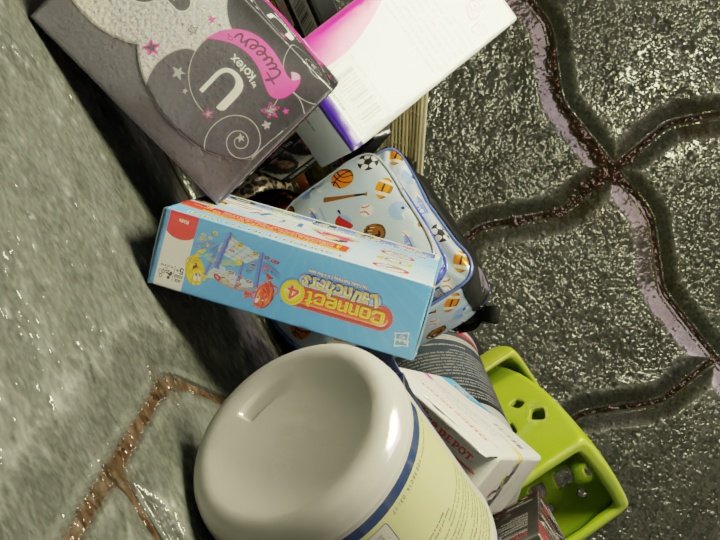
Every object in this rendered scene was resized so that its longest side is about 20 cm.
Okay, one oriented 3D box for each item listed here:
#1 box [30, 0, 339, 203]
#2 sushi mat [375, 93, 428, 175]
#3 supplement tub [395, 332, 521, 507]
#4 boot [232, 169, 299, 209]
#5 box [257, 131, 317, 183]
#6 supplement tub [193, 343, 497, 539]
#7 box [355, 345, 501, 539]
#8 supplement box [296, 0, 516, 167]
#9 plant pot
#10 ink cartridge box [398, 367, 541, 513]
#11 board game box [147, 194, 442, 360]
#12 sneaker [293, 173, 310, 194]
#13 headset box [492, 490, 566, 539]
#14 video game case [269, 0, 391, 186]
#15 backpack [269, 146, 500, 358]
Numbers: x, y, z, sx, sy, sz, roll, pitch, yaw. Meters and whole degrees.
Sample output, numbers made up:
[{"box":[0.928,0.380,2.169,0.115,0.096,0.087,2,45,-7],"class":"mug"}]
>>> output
[{"box":[-0.129,-0.172,1.043,0.200,0.132,0.115,45,10,-8],"class":"box"},{"box":[0.020,-0.131,1.328,0.012,0.095,0.201,-56,156,-45],"class":"sushi mat"},{"box":[0.077,0.158,1.369,0.141,0.140,0.201,56,9,-38],"class":"supplement tub"},{"box":[-0.114,-0.126,1.358,0.151,0.073,0.200,62,11,12],"class":"boot"},{"box":[-0.111,-0.145,1.213,0.199,0.075,0.050,24,41,-47],"class":"box"},{"box":[0.001,0.159,0.850,0.200,0.144,0.145,55,10,-39],"class":"supplement tub"},{"box":[0.012,0.162,1.003,0.201,0.121,0.032,59,9,-13],"class":"box"},{"box":[0.023,-0.195,1.182,0.101,0.200,0.103,53,-17,-8],"class":"supplement box"},{"box":[0.157,0.217,1.519,0.182,0.199,0.199,58,4,39],"class":"plant pot"},{"box":[0.071,0.146,1.135,0.115,0.068,0.200,40,6,21],"class":"ink cartridge box"},{"box":[-0.041,-0.002,1.023,0.196,0.198,0.056,-50,157,-81],"class":"board game box"},{"box":[-0.069,-0.031,1.413,0.088,0.075,0.201,88,-19,-57],"class":"sneaker"},{"box":[0.105,0.269,1.135,0.075,0.148,0.200,60,8,2],"class":"headset box"},{"box":[-0.046,-0.188,1.324,0.201,0.025,0.181,66,-24,9],"class":"video game case"},{"box":[0.000,0.000,1.246,0.201,0.190,0.154,60,12,30],"class":"backpack"}]
